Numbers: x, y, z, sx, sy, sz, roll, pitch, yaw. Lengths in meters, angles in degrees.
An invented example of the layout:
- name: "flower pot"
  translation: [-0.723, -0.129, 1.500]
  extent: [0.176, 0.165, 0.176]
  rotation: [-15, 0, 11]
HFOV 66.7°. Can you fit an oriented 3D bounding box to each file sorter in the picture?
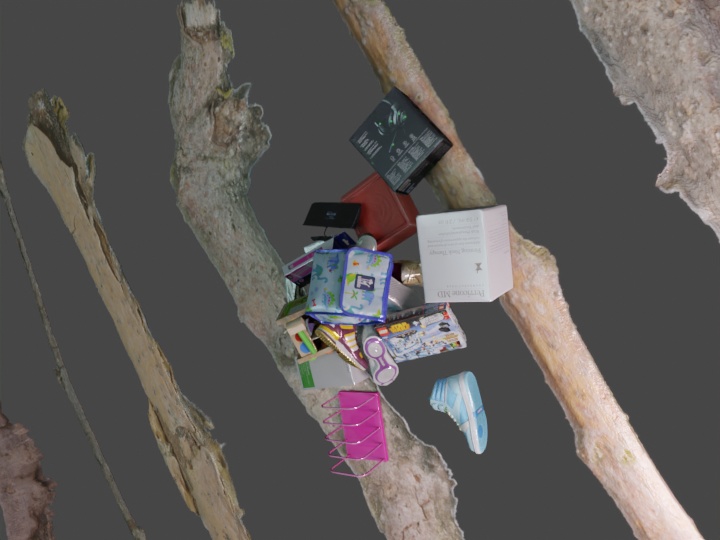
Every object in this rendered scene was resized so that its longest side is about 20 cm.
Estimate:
- name: "file sorter"
  translation: [-0.022, 0.461, 1.550]
  extent: [0.137, 0.125, 0.203]
  rotation: [-6, 95, 34]

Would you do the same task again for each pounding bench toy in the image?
- name: "pounding bench toy"
  translation: [-0.139, 0.173, 1.489]
  extent: [0.123, 0.200, 0.158]
  rotation: [-22, 105, 11]

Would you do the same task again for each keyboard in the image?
- name: "keyboard"
  translation: [-0.084, -0.127, 1.489]
  extent: [0.198, 0.021, 0.129]
  rotation: [8, 69, 43]

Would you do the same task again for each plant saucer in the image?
- name: "plant saucer"
  translation: [0.046, -0.155, 1.455]
  extent: [0.199, 0.037, 0.202]
  rotation: [-31, 81, 32]

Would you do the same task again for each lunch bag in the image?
- name: "lunch bag"
  translation: [-0.022, 0.041, 1.324]
  extent: [0.197, 0.127, 0.173]
  rotation: [1, 73, 24]

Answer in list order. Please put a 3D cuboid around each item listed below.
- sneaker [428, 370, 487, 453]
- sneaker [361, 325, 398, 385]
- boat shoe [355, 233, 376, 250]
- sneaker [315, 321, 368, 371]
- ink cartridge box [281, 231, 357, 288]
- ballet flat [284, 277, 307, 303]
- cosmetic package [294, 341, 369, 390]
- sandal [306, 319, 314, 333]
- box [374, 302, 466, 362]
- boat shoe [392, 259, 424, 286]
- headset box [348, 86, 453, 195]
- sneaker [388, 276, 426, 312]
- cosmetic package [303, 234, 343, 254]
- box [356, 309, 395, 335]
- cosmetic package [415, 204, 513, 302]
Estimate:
- name: "sneaker"
  translation: [0.244, 0.363, 1.390]
  extent: [0.129, 0.079, 0.203]
  rotation: [-15, 80, 32]
- name: "sneaker"
  translation: [0.052, 0.226, 1.482]
  extent: [0.074, 0.100, 0.202]
  rotation: [-17, 125, -1]
- name: "boat shoe"
  translation: [0.000, 0.000, 1.447]
  extent: [0.075, 0.060, 0.202]
  rotation: [21, 103, -3]
- name: "sneaker"
  translation: [-0.029, 0.185, 1.442]
  extent: [0.074, 0.200, 0.091]
  rotation: [13, 61, 50]
- name: "ink cartridge box"
  translation: [-0.102, -0.026, 1.443]
  extent: [0.198, 0.095, 0.037]
  rotation: [-31, 58, 12]
- name: "ballet flat"
  translation: [-0.189, 0.091, 1.639]
  extent: [0.069, 0.069, 0.203]
  rotation: [2, 98, 32]
- name: "cosmetic package"
  translation: [-0.084, 0.278, 1.584]
  extent: [0.198, 0.084, 0.109]
  rotation: [-16, 88, 35]
- name: "sandal"
  translation: [-0.123, 0.100, 1.599]
  extent: [0.082, 0.050, 0.205]
  rotation: [26, 110, 27]
- name: "box"
  translation: [0.151, 0.156, 1.378]
  extent: [0.198, 0.040, 0.138]
  rotation: [-17, 124, 24]
- name: "boat shoe"
  translation: [0.122, 0.009, 1.412]
  extent: [0.198, 0.069, 0.075]
  rotation: [-1, 98, 33]
- name: "headset box"
  translation: [0.094, -0.320, 1.345]
  extent: [0.174, 0.092, 0.200]
  rotation: [-46, 74, 19]
- name: "sneaker"
  translation: [0.095, 0.077, 1.421]
  extent: [0.200, 0.074, 0.082]
  rotation: [43, 156, -15]
- name: "cosmetic package"
  translation: [-0.072, 0.012, 1.523]
  extent: [0.100, 0.071, 0.203]
  rotation: [-22, 84, 14]
- name: "box"
  translation: [0.032, 0.145, 1.512]
  extent: [0.198, 0.039, 0.042]
  rotation: [-21, 88, 34]
- name: "cosmetic package"
  translation: [0.244, -0.041, 1.266]
  extent: [0.165, 0.166, 0.203]
  rotation: [-3, 98, 33]
